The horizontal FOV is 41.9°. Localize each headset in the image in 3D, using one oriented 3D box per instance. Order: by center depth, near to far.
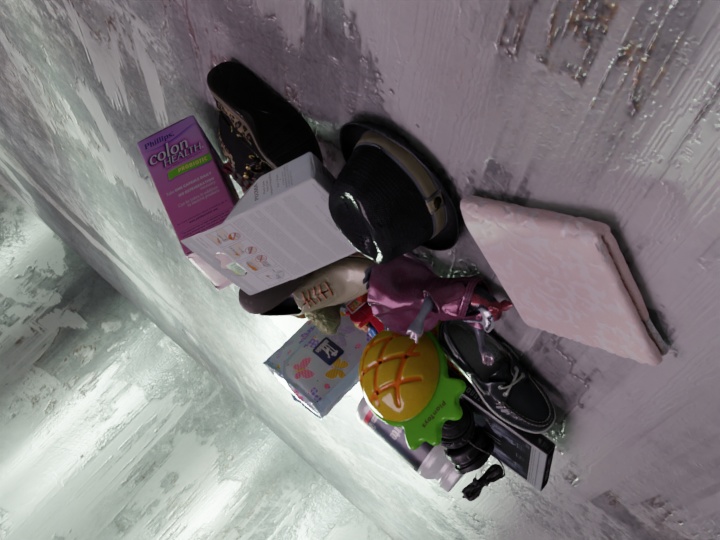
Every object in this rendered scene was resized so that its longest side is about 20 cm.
[{"bbox_3d":[0.132,0.244,1.323,0.124,0.094,0.200,56,168,-32],"label":"headset"}]

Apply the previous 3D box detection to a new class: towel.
[{"bbox_3d":[0.210,0.007,0.980,0.199,0.032,0.191,18,149,53],"label":"towel"},{"bbox_3d":[-0.127,-0.073,1.422,0.200,0.030,0.146,49,176,16],"label":"towel"},{"bbox_3d":[-0.084,0.017,1.480,0.148,0.036,0.200,44,-167,-12],"label":"towel"}]

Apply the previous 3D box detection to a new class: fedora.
[{"bbox_3d":[0.022,-0.074,1.096,0.200,0.092,0.201,39,161,16],"label":"fedora"}]

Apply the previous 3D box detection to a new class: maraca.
[{"bbox_3d":[0.068,0.152,1.273,0.107,0.137,0.200,25,-164,-41],"label":"maraca"}]

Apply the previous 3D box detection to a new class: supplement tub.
[{"bbox_3d":[0.105,0.249,1.540,0.200,0.140,0.141,39,161,14],"label":"supplement tub"}]

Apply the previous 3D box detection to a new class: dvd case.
[{"bbox_3d":[0.187,0.224,1.350,0.199,0.025,0.151,34,158,24],"label":"dvd case"}]

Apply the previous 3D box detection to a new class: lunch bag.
[{"bbox_3d":[-0.054,0.151,1.600,0.127,0.170,0.200,52,168,-22],"label":"lunch bag"}]

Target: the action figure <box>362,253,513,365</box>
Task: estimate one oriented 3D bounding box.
[{"bbox_3d":[0.109,0.034,1.193,0.199,0.150,0.134,-1,160,39],"label":"action figure"}]

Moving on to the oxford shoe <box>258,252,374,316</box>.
[{"bbox_3d":[-0.056,0.030,1.316,0.199,0.074,0.071,-17,112,27],"label":"oxford shoe"}]

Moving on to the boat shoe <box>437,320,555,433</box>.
[{"bbox_3d":[0.180,0.137,1.250,0.200,0.076,0.060,39,167,11],"label":"boat shoe"}]

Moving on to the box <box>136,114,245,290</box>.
[{"bbox_3d":[-0.234,-0.098,1.424,0.201,0.096,0.176,62,178,19],"label":"box"}]

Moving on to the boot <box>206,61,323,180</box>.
[{"bbox_3d":[-0.127,-0.165,1.244,0.200,0.073,0.151,44,161,11],"label":"boot"}]

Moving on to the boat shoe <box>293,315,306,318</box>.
[{"bbox_3d":[-0.127,0.023,1.573,0.068,0.072,0.200,41,-166,-26],"label":"boat shoe"}]

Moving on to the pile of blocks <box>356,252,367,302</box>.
[{"bbox_3d":[0.000,0.000,1.351,0.200,0.062,0.082,45,161,-3],"label":"pile of blocks"}]

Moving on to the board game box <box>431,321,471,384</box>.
[{"bbox_3d":[0.165,0.159,1.371,0.200,0.048,0.101,49,161,-15],"label":"board game box"}]

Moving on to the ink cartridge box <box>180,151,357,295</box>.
[{"bbox_3d":[-0.102,-0.052,1.193,0.160,0.199,0.048,43,-149,-49],"label":"ink cartridge box"}]

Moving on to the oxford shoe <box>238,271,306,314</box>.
[{"bbox_3d":[-0.095,-0.024,1.298,0.071,0.200,0.071,38,-178,-3],"label":"oxford shoe"}]

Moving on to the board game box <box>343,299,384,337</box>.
[{"bbox_3d":[0.016,0.088,1.467,0.200,0.039,0.158,50,174,12],"label":"board game box"}]
